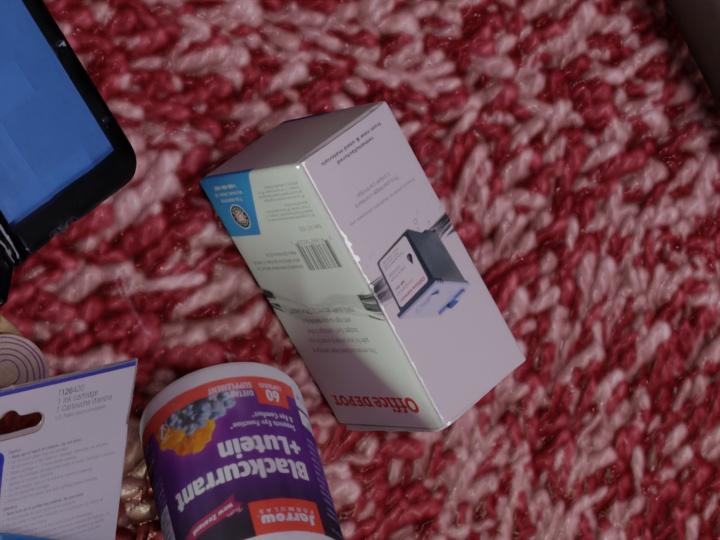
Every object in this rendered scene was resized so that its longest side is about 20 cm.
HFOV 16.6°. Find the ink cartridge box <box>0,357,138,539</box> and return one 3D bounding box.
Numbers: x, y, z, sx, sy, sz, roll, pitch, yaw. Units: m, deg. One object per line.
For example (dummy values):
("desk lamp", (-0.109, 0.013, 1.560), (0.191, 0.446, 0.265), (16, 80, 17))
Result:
("ink cartridge box", (-0.230, 0.156, 1.499), (0.197, 0.047, 0.202), (-11, 115, -44))

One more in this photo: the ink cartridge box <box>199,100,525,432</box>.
("ink cartridge box", (0.000, 0.000, 1.635), (0.086, 0.146, 0.201), (-38, 106, -25))

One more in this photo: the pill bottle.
("pill bottle", (-0.068, 0.168, 1.562), (0.111, 0.112, 0.201), (4, 49, -28))

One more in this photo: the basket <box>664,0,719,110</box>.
("basket", (0.306, -0.192, 1.816), (0.180, 0.136, 0.201), (-27, 105, -22))

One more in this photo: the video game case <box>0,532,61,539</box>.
("video game case", (-0.167, 0.265, 1.494), (0.143, 0.018, 0.202), (16, 63, -51))

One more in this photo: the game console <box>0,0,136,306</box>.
("game console", (-0.233, -0.101, 1.534), (0.118, 0.172, 0.201), (-31, 104, 2))

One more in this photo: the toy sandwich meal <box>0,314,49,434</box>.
("toy sandwich meal", (-0.274, 0.105, 1.529), (0.204, 0.070, 0.207), (1, 88, -28))
